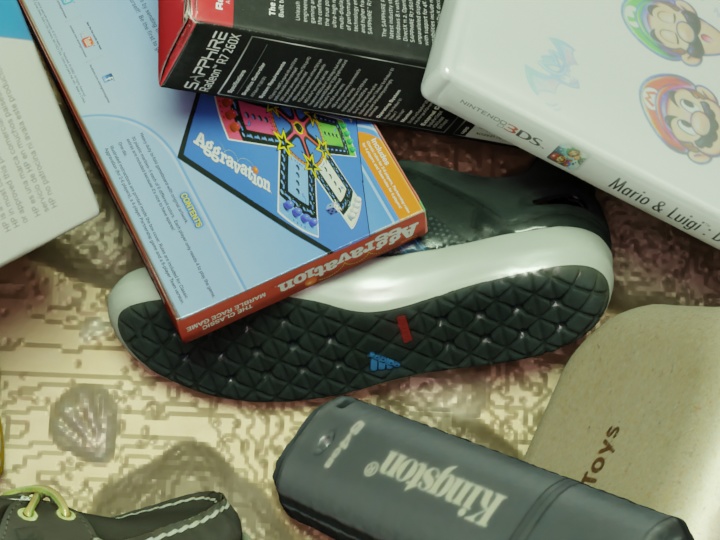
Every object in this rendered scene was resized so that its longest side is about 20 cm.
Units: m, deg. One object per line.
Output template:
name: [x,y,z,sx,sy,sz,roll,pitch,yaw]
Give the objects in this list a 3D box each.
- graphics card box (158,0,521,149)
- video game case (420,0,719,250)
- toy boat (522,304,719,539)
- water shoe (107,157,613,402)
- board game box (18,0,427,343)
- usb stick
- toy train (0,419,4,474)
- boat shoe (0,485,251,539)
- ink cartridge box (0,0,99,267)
graphics card box: [0.019,-0.118,0.757,0.198,0.051,0.127,7,61,-21]
video game case: [0.124,-0.106,0.756,0.181,0.024,0.201,26,55,-14]
toy boat: [0.125,0.119,0.736,0.130,0.130,0.201,32,76,-25]
water shoe: [0.000,0.000,0.781,0.198,0.072,0.079,-4,47,3]
board game box: [-0.063,-0.073,0.771,0.102,0.020,0.201,-24,60,-9]
usb stick: [0.038,0.089,0.705,0.033,0.199,0.056,40,75,-36]
toy train: [-0.228,0.085,0.754,0.150,0.056,0.201,34,80,5]
boat shoe: [-0.132,0.113,0.717,0.200,0.072,0.061,-17,95,-27]
ink cartridge box: [-0.226,-0.055,0.692,0.199,0.144,0.148,-28,118,-20]
